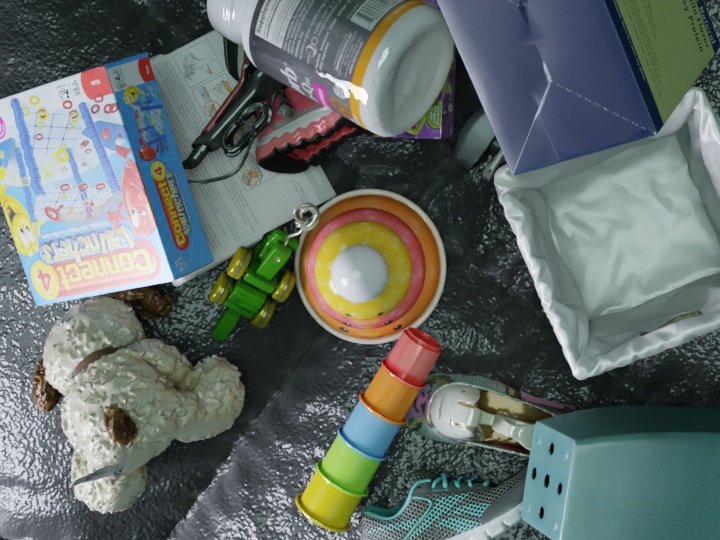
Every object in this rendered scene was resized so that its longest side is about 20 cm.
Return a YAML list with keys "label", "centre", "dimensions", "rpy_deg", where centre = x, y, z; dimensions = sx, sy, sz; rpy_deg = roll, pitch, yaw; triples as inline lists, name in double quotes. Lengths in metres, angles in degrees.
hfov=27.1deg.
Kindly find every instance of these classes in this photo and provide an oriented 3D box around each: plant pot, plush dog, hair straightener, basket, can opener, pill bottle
- label: "plant pot"
  centre: [0.252, 0.192, 1.314]
  dimensions: [0.198, 0.141, 0.143]
  rpy_deg: [8, 94, -16]
- label: "plush dog"
  centre: [-0.236, 0.104, 1.404]
  dimensions: [0.200, 0.160, 0.172]
  rpy_deg: [-39, 62, 5]
- label: "hair straightener"
  centre: [-0.096, -0.155, 1.351]
  dimensions: [0.200, 0.041, 0.077]
  rpy_deg: [-49, 42, -7]
- label: "basket"
  centre: [0.241, -0.036, 1.326]
  dimensions: [0.197, 0.161, 0.201]
  rpy_deg: [-23, 91, 6]
- label: "can opener"
  centre: [0.164, -0.169, 1.381]
  dimensions: [0.066, 0.053, 0.200]
  rpy_deg: [39, 96, 3]
- label: "pill bottle"
  centre: [-0.028, -0.204, 1.269]
  dimensions: [0.199, 0.116, 0.117]
  rpy_deg: [31, 96, 27]

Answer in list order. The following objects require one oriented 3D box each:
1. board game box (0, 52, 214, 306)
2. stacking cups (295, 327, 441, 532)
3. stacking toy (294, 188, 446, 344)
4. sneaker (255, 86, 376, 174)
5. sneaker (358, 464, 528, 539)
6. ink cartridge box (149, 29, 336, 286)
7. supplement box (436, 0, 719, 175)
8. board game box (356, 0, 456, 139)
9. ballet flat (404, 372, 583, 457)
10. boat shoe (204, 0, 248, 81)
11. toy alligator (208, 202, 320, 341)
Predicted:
- label: "board game box"
  centre: [-0.248, -0.079, 1.366]
  dimensions: [0.199, 0.056, 0.197]
  rpy_deg: [-10, 101, 39]
- label: "stacking cups"
  centre: [0.010, 0.147, 1.393]
  dimensions: [0.060, 0.061, 0.201]
  rpy_deg: [30, 104, 4]
- label: "stacking toy"
  centre: [0.000, 0.000, 1.333]
  dimensions: [0.145, 0.200, 0.148]
  rpy_deg: [0, 93, 6]
- label: "sneaker"
  centre: [-0.020, -0.163, 1.361]
  dimensions: [0.199, 0.074, 0.088]
  rpy_deg: [-22, 68, 26]
- label: "sneaker"
  centre: [0.084, 0.221, 1.400]
  dimensions: [0.199, 0.078, 0.092]
  rpy_deg: [-30, 85, 5]
- label: "ink cartridge box"
  centre: [-0.146, -0.113, 1.422]
  dimensions: [0.175, 0.045, 0.201]
  rpy_deg: [-29, 90, -19]
- label: "supplement box"
  centre: [0.177, -0.220, 1.221]
  dimensions: [0.133, 0.200, 0.201]
  rpy_deg: [-14, 110, 35]
- label: "board game box"
  centre: [0.032, -0.223, 1.382]
  dimensions: [0.119, 0.032, 0.202]
  rpy_deg: [5, 94, 35]
- label: "ballet flat"
  centre: [0.128, 0.140, 1.391]
  dimensions: [0.198, 0.071, 0.070]
  rpy_deg: [13, 95, 5]
- label: "boat shoe"
  centre: [-0.119, -0.276, 1.397]
  dimensions: [0.066, 0.074, 0.201]
  rpy_deg: [6, 102, 18]
- label: "toy alligator"
  centre: [-0.086, -0.009, 1.389]
  dimensions: [0.059, 0.054, 0.200]
  rpy_deg: [28, 128, -14]
